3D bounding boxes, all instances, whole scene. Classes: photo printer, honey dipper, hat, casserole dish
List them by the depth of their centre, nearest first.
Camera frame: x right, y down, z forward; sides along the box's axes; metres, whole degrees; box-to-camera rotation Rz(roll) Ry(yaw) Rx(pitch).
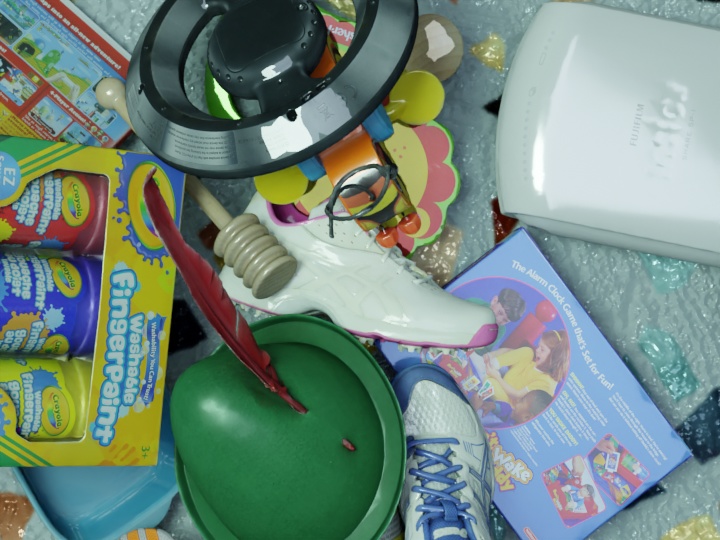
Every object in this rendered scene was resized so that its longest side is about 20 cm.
[{"bbox_3d":[-0.087,0.087,0.824,0.166,0.176,0.200,-41,65,10],"label":"hat"},{"bbox_3d":[-0.118,-0.061,0.936,0.038,0.038,0.200,-44,69,-2],"label":"honey dipper"},{"bbox_3d":[-0.194,0.094,0.949,0.121,0.039,0.201,-33,113,-27],"label":"casserole dish"},{"bbox_3d":[0.197,-0.098,0.980,0.199,0.069,0.168,12,89,-1],"label":"photo printer"}]

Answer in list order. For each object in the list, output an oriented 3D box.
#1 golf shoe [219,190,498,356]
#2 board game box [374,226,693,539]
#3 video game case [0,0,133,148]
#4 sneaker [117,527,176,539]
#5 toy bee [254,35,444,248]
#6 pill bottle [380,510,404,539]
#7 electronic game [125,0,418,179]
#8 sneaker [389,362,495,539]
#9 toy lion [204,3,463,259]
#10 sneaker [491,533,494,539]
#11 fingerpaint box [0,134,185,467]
[{"bbox_3d":[0.000,0.000,0.932,0.199,0.075,0.092,14,96,15],"label":"golf shoe"},{"bbox_3d":[0.120,0.090,0.987,0.134,0.045,0.200,-37,90,-1],"label":"board game box"},{"bbox_3d":[-0.250,-0.104,0.962,0.143,0.017,0.200,41,67,0],"label":"video game case"},{"bbox_3d":[-0.113,0.276,0.926,0.077,0.112,0.201,-17,51,0],"label":"sneaker"},{"bbox_3d":[-0.008,-0.067,0.894,0.130,0.109,0.201,-13,47,24],"label":"toy bee"},{"bbox_3d":[-0.016,0.235,0.947,0.113,0.114,0.201,-13,89,-1],"label":"pill bottle"},{"bbox_3d":[-0.058,-0.141,0.878,0.199,0.042,0.201,-12,53,16],"label":"electronic game"},{"bbox_3d":[0.058,0.156,0.886,0.075,0.088,0.201,-9,82,-4],"label":"sneaker"},{"bbox_3d":[-0.019,-0.102,0.986,0.199,0.069,0.193,19,96,0],"label":"toy lion"},{"bbox_3d":[0.068,0.235,0.964,0.074,0.082,0.201,-16,89,-1],"label":"sneaker"},{"bbox_3d":[-0.204,0.019,0.868,0.166,0.073,0.202,6,92,-34],"label":"fingerpaint box"}]
